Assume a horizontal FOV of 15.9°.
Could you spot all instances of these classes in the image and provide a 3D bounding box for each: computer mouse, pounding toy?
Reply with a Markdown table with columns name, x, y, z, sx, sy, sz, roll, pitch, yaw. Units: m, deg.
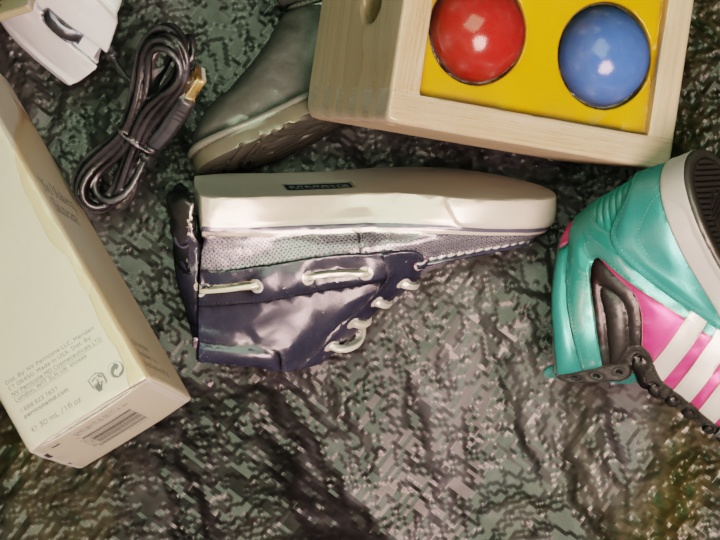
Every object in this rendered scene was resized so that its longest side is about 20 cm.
| name | x | y | z | sx | sy | sz | roll | pitch | yaw |
| --- | --- | --- | --- | --- | --- | --- | --- | --- | --- |
| computer mouse | -0.158 | -0.135 | 1.331 | 0.200 | 0.044 | 0.110 | 54 | 128 | 22 |
| pounding toy | 0.072 | -0.161 | 1.244 | 0.183 | 0.142 | 0.202 | 8 | 92 | -25 |

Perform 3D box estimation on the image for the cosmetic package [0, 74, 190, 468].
| name | x | y | z | sx | sy | sz | roll | pitch | yaw |
| --- | --- | --- | --- | --- | --- | --- | --- | --- | --- |
| cosmetic package | -0.172 | -0.006 | 1.296 | 0.073 | 0.104 | 0.201 | -31 | 79 | 2 |

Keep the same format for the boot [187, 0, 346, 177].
| name | x | y | z | sx | sy | sz | roll | pitch | yaw |
| --- | --- | --- | --- | --- | --- | --- | --- | --- | --- |
| boot | -0.053 | -0.167 | 1.343 | 0.181 | 0.073 | 0.201 | -29 | 84 | -18 |

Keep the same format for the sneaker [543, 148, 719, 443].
| name | x | y | z | sx | sy | sz | roll | pitch | yaw |
| --- | --- | --- | --- | --- | --- | --- | --- | --- | --- |
| sneaker | 0.155 | 0.045 | 1.282 | 0.120 | 0.084 | 0.201 | -16 | 108 | 33 |

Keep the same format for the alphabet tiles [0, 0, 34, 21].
| name | x | y | z | sx | sy | sz | roll | pitch | yaw |
| --- | --- | --- | --- | --- | --- | --- | --- | --- | --- |
| alphabet tiles | -0.195 | -0.197 | 1.330 | 0.165 | 0.006 | 0.201 | -13 | 50 | 25 |

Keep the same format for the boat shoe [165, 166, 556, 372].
| name | x | y | z | sx | sy | sz | roll | pitch | yaw |
| --- | --- | --- | --- | --- | --- | --- | --- | --- | --- |
| boat shoe | 0.000 | 0.000 | 1.313 | 0.198 | 0.075 | 0.093 | 0 | 105 | -7 |
